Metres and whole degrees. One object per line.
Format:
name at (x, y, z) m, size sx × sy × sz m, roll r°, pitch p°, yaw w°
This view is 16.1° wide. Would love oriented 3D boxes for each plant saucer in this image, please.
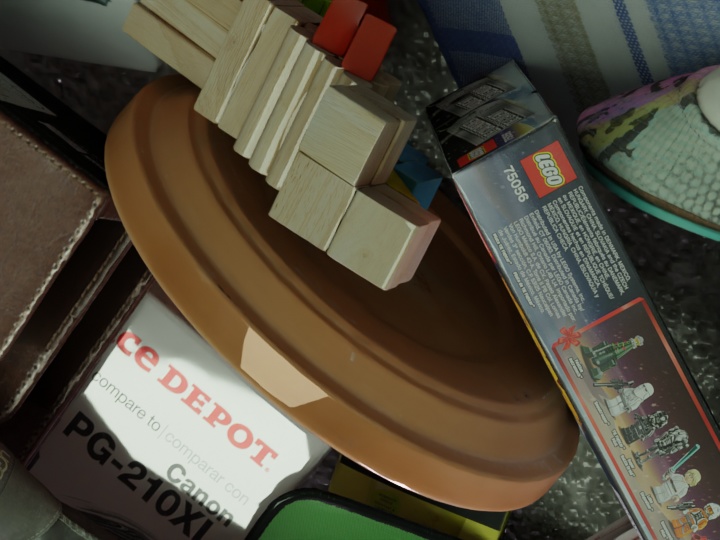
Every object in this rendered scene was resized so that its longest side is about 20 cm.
plant saucer at (0.000, 0.000, 0.891) m, size 0.200 × 0.200 × 0.032 m, roll 40°, pitch 112°, yaw 0°

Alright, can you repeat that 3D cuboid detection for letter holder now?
letter holder at (-0.187, -0.025, 0.923) m, size 0.200 × 0.101 × 0.142 m, roll 37°, pitch 97°, yaw 13°

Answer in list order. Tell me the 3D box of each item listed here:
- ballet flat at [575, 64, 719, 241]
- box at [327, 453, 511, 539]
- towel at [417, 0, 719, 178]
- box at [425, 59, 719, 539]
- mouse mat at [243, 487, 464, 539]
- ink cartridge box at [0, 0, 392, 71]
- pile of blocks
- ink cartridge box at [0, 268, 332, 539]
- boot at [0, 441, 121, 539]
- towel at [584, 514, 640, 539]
ballet flat at (0.155, -0.026, 0.753) m, size 0.200 × 0.069 × 0.071 m, roll 31°, pitch 132°, yaw 27°
box at (0.016, 0.116, 1.025) m, size 0.075 × 0.050 × 0.201 m, roll 23°, pitch 120°, yaw 7°
towel at (0.097, -0.083, 0.833) m, size 0.199 × 0.024 × 0.147 m, roll 11°, pitch 137°, yaw 43°
box at (0.086, 0.035, 0.832) m, size 0.040 × 0.137 × 0.201 m, roll -28°, pitch 101°, yaw 3°
mouse mat at (-0.015, 0.179, 1.005) m, size 0.160 × 0.008 × 0.200 m, roll 23°, pitch 115°, yaw -30°
ink cartridge box at (-0.090, -0.151, 0.895) m, size 0.173 × 0.044 × 0.200 m, roll 11°, pitch 144°, yaw 21°
pile of blocks at (-0.008, -0.064, 0.845) m, size 0.082 × 0.200 × 0.062 m, roll 16°, pitch 111°, yaw -32°
ink cartridge box at (-0.121, 0.091, 1.004) m, size 0.145 × 0.084 × 0.200 m, roll 39°, pitch 96°, yaw 0°
boot at (-0.123, 0.144, 0.933) m, size 0.200 × 0.073 × 0.182 m, roll 37°, pitch 134°, yaw -22°
towel at (0.183, 0.156, 0.945) m, size 0.191 × 0.032 × 0.200 m, roll -30°, pitch 100°, yaw 4°
